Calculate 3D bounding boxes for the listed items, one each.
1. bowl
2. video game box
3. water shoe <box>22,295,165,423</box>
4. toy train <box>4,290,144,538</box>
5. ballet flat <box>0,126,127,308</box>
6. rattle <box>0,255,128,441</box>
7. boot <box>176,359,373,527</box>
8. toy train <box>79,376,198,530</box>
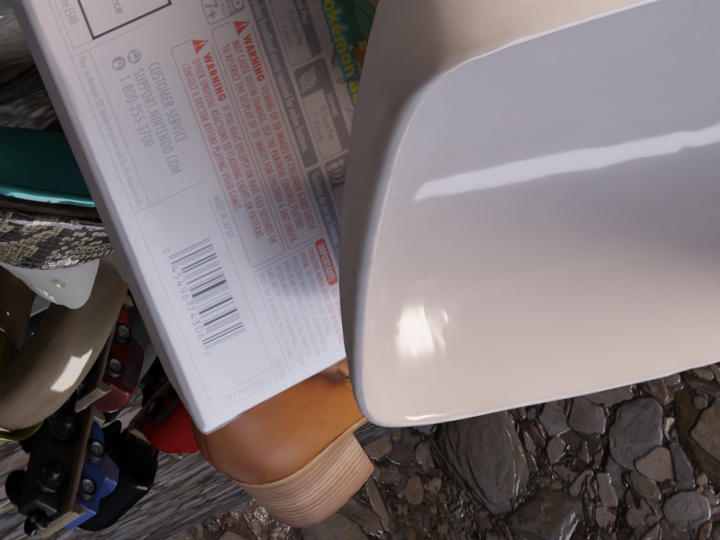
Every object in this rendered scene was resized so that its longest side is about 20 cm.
[{"bbox_3d":[0.085,-0.047,0.532,0.198,0.075,0.200,-12,150,-12],"label":"bowl"},{"bbox_3d":[-0.006,-0.075,0.584,0.181,0.201,0.047,-25,-148,-11],"label":"video game box"},{"bbox_3d":[-0.164,0.051,1.115,0.071,0.079,0.199,-34,170,33],"label":"water shoe"},{"bbox_3d":[-0.126,0.043,0.908,0.034,0.046,0.201,-31,-144,38],"label":"toy train"},{"bbox_3d":[-0.091,-0.024,0.753,0.199,0.068,0.076,-13,129,-39],"label":"ballet flat"},{"bbox_3d":[-0.152,-0.034,0.833,0.200,0.142,0.131,-50,-165,26],"label":"rattle"},{"bbox_3d":[0.000,0.000,0.798,0.201,0.073,0.155,-56,147,-20],"label":"boot"},{"bbox_3d":[-0.082,0.063,0.910,0.200,0.034,0.046,-45,-159,31],"label":"toy train"}]
